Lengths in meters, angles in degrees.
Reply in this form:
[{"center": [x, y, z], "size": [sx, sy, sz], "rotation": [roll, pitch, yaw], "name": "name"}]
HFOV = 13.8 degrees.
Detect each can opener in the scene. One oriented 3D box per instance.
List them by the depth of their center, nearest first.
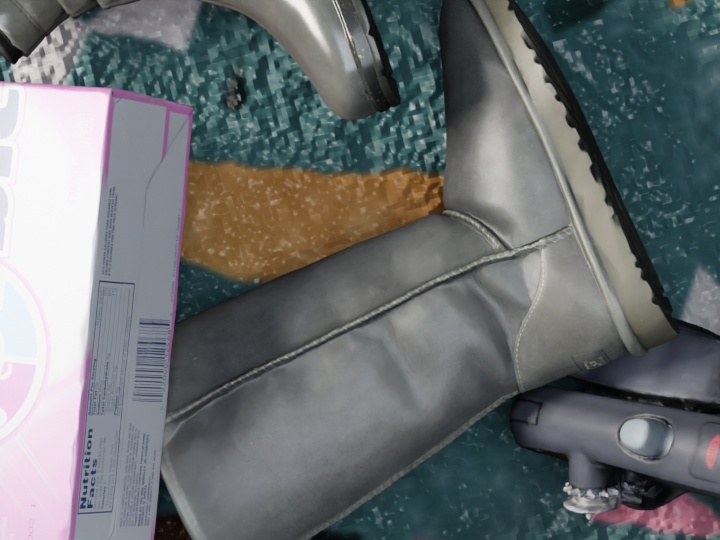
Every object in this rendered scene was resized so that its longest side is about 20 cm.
[{"center": [0.138, 0.067, 1.075], "size": [0.063, 0.200, 0.079], "rotation": [7, 97, -46], "name": "can opener"}]

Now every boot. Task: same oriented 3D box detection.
[{"center": [-0.081, -0.111, 1.102], "size": [0.131, 0.068, 0.200], "rotation": [-33, 73, -2], "name": "boot"}, {"center": [-0.001, -0.001, 1.117], "size": [0.200, 0.073, 0.182], "rotation": [-26, 67, 12], "name": "boot"}]

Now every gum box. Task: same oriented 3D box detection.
[{"center": [-0.133, 0.033, 1.077], "size": [0.113, 0.066, 0.200], "rotation": [5, 89, 25], "name": "gum box"}]
